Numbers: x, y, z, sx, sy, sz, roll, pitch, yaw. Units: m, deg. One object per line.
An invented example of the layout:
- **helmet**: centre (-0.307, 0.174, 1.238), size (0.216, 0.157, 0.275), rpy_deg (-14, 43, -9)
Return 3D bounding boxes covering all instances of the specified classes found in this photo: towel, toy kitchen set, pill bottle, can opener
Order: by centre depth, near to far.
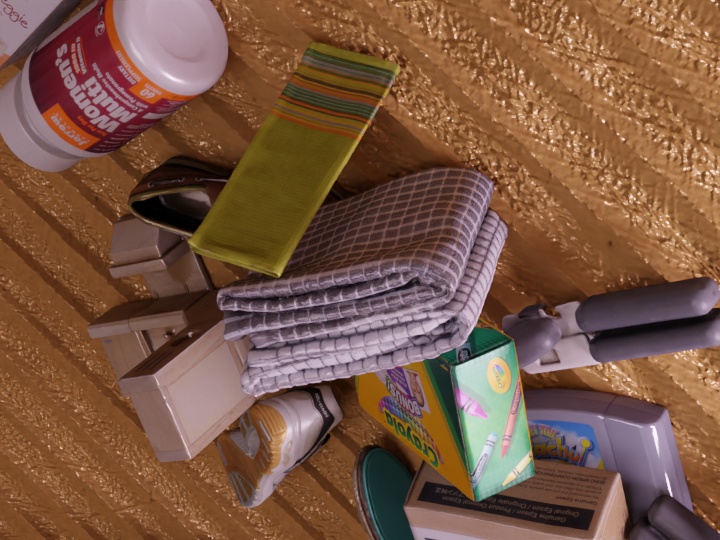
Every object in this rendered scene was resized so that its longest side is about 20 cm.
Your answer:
- **towel**: centre (-0.049, -0.088, 1.166), size (0.086, 0.200, 0.018), rpy_deg (15, 153, 31)
- **can opener**: centre (0.179, 0.052, 1.167), size (0.200, 0.067, 0.053), rpy_deg (-13, 110, 46)
- **towel**: centre (0.000, 0.000, 1.174), size (0.199, 0.166, 0.086), rpy_deg (-12, 117, 21)
- **can opener**: centre (0.305, 0.246, 1.209), size (0.200, 0.067, 0.053), rpy_deg (38, 121, 10)
- **pill bottle**: centre (-0.210, -0.159, 1.279), size (0.200, 0.110, 0.110), rpy_deg (-26, 101, 40)
- **toy kitchen set**: centre (-0.197, 0.054, 1.351), size (0.199, 0.180, 0.164), rpy_deg (-10, 110, 37)

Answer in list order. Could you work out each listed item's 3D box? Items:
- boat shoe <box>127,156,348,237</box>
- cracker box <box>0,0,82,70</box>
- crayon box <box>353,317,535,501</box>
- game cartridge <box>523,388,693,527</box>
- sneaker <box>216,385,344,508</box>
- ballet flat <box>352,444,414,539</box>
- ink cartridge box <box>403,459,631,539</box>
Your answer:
- **boat shoe**: centre (-0.103, -0.046, 1.303), size (0.199, 0.068, 0.072), rpy_deg (8, 118, 28)
- **cracker box**: centre (-0.285, -0.275, 1.295), size (0.200, 0.058, 0.134), rpy_deg (-35, 96, 41)
- **crayon box**: centre (0.056, 0.082, 1.220), size (0.200, 0.058, 0.119), rpy_deg (33, 140, 58)
- **game cartridge**: centre (0.166, 0.162, 1.274), size (0.199, 0.040, 0.134), rpy_deg (-5, 110, 35)
- **sneaker**: centre (-0.070, 0.158, 1.401), size (0.076, 0.087, 0.200), rpy_deg (64, 155, 9)
- **ballet flat**: centre (0.039, 0.247, 1.389), size (0.065, 0.070, 0.201), rpy_deg (-19, 102, 56)
- **ink cartridge box**: centre (0.140, 0.242, 1.264), size (0.164, 0.075, 0.200), rpy_deg (4, 134, 27)
